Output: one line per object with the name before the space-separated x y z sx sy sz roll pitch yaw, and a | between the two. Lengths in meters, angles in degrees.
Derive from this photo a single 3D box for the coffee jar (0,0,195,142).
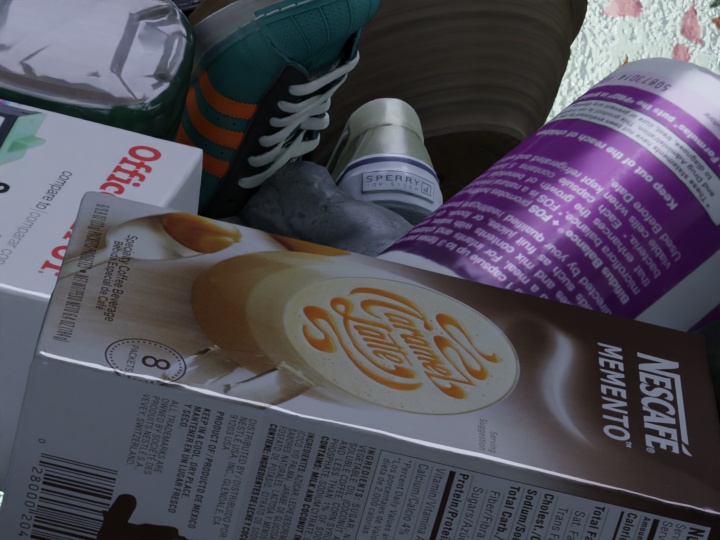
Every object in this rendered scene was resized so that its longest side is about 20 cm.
coffee jar | -0.130 -0.025 1.116 0.104 0.200 0.085 13 45 2

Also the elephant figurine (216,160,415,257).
elephant figurine | 0.014 0.044 1.145 0.155 0.142 0.200 52 9 36

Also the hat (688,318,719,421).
hat | 0.153 0.054 0.908 0.081 0.201 0.201 -2 -9 44

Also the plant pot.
plant pot | 0.019 -0.080 1.268 0.201 0.093 0.201 -16 -23 -7

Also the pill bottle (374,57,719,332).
pill bottle | 0.063 0.020 0.956 0.200 0.112 0.112 -38 32 -27

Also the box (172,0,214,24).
box | -0.067 -0.104 1.328 0.160 0.044 0.200 -14 -23 -9

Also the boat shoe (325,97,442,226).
boat shoe | 0.000 0.000 1.227 0.072 0.062 0.200 11 -34 -11

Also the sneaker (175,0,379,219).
sneaker | -0.040 -0.068 1.123 0.071 0.080 0.200 -31 -1 -34

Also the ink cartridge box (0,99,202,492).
ink cartridge box | -0.171 -0.005 0.979 0.200 0.084 0.145 14 28 7

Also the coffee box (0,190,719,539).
coffee box | 0.001 0.054 0.808 0.200 0.080 0.114 13 27 -5
